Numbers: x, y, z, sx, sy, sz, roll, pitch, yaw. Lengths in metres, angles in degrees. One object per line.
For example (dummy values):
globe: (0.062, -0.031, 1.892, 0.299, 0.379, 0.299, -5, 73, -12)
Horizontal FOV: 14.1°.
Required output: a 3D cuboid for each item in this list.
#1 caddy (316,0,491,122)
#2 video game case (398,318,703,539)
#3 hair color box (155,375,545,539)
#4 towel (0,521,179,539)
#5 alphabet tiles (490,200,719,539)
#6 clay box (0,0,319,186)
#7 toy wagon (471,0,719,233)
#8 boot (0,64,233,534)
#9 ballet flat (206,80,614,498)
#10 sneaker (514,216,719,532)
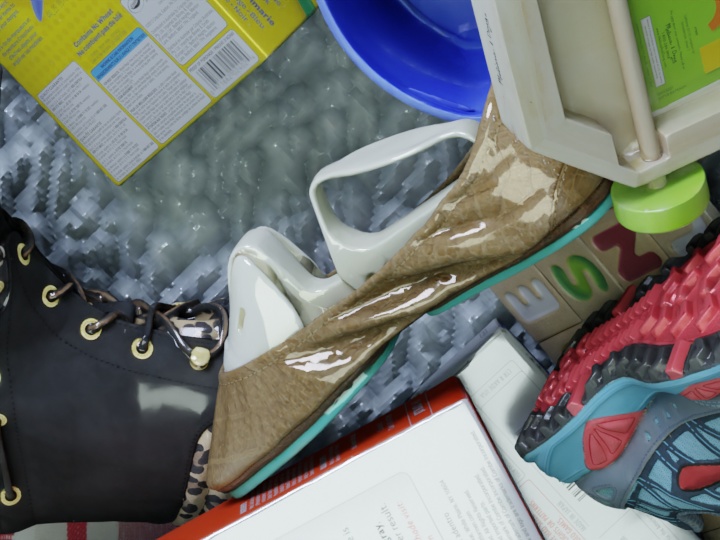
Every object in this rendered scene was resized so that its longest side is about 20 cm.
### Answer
caddy: (0.040, -0.150, 1.018, 0.141, 0.105, 0.201, -21, 103, 16)
video game case: (0.054, 0.153, 1.117, 0.181, 0.045, 0.200, -43, 93, 2)
hair color box: (-0.025, 0.136, 1.062, 0.199, 0.064, 0.111, -28, 95, 0)
towel: (-0.159, 0.161, 1.160, 0.199, 0.023, 0.145, -3, 107, -12)
alphabet tiles: (0.130, 0.030, 1.057, 0.200, 0.008, 0.167, 49, 148, -7)
clay box: (-0.119, -0.136, 1.058, 0.200, 0.048, 0.115, 48, 139, -6)
toy wagon: (0.132, -0.107, 0.947, 0.199, 0.040, 0.156, -26, 126, -13)
boot: (-0.105, 0.015, 1.091, 0.150, 0.073, 0.201, 3, 110, -14)
ballet flat: (0.000, 0.000, 1.029, 0.200, 0.068, 0.072, -39, 102, 27)
sneaker: (0.136, 0.039, 1.005, 0.095, 0.200, 0.079, 33, 65, -9)
